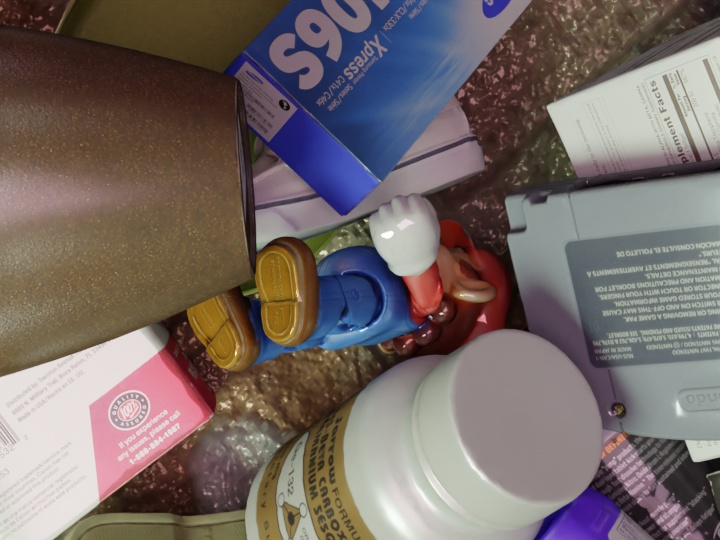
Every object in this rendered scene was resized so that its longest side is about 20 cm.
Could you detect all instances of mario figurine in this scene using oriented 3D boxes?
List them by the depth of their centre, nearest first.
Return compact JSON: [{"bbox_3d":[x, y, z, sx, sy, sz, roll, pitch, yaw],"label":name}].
[{"bbox_3d":[0.000,0.000,1.077,0.123,0.199,0.107,20,103,37],"label":"mario figurine"}]

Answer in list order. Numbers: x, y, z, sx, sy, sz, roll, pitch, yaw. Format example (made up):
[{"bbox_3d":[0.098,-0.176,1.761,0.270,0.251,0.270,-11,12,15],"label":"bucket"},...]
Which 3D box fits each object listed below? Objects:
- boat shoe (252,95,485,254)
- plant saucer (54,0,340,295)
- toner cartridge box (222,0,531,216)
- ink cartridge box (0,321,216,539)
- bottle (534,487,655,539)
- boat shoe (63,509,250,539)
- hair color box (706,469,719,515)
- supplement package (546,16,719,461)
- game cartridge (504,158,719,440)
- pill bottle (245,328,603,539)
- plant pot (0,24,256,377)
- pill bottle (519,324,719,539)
[{"bbox_3d":[-0.025,-0.053,1.077,0.198,0.072,0.066,-20,88,-24],"label":"boat shoe"},{"bbox_3d":[-0.081,-0.086,1.096,0.198,0.031,0.202,-4,98,-30],"label":"plant saucer"},{"bbox_3d":[0.017,-0.127,1.069,0.095,0.043,0.200,43,53,-7],"label":"toner cartridge box"},{"bbox_3d":[-0.192,0.036,1.102,0.144,0.084,0.201,-37,96,0],"label":"ink cartridge box"},{"bbox_3d":[0.161,0.201,1.052,0.200,0.065,0.084,41,133,2],"label":"bottle"},{"bbox_3d":[-0.076,0.171,1.126,0.198,0.068,0.075,13,61,-23],"label":"boat shoe"},{"bbox_3d":[0.290,0.100,1.081,0.199,0.101,0.062,-13,82,-33],"label":"hair color box"},{"bbox_3d":[0.211,-0.030,1.073,0.110,0.155,0.202,-18,97,39],"label":"supplement package"},{"bbox_3d":[0.171,0.014,0.994,0.198,0.041,0.134,-6,108,34],"label":"game cartridge"},{"bbox_3d":[0.032,0.107,1.051,0.113,0.200,0.115,13,61,-25],"label":"pill bottle"},{"bbox_3d":[-0.150,-0.036,0.959,0.198,0.187,0.189,-5,94,0],"label":"plant pot"},{"bbox_3d":[0.149,0.112,1.118,0.106,0.106,0.200,-39,95,0],"label":"pill bottle"}]
